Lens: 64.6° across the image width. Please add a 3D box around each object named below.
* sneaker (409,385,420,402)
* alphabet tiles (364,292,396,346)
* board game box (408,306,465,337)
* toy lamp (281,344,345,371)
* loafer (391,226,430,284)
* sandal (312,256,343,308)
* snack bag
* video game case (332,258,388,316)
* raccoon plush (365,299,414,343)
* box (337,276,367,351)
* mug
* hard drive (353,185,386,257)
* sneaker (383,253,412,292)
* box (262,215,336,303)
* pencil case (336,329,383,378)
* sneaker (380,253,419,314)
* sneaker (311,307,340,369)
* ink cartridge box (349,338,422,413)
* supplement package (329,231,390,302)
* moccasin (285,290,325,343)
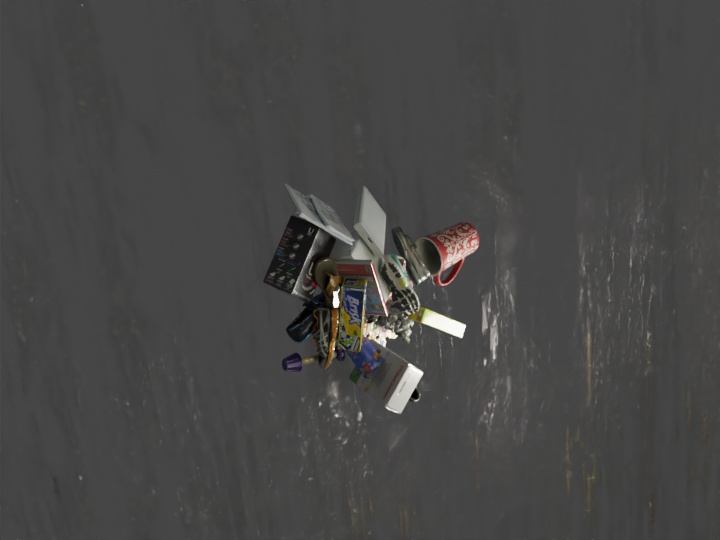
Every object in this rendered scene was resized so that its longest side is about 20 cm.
[{"bbox_3d":[0.140,0.357,1.891,0.075,0.084,0.201,-45,119,-19],"label":"sneaker"},{"bbox_3d":[0.047,0.163,1.840,0.197,0.015,0.200,10,95,-34],"label":"alphabet tiles"},{"bbox_3d":[0.250,0.168,1.922,0.197,0.101,0.049,23,86,-34],"label":"board game box"},{"bbox_3d":[-0.141,0.264,1.708,0.197,0.058,0.060,-9,103,-33],"label":"toy lamp"},{"bbox_3d":[0.163,-0.055,1.836,0.062,0.072,0.203,-28,106,-11],"label":"loafer"},{"bbox_3d":[-0.079,0.048,1.602,0.081,0.054,0.203,-36,131,-31],"label":"sandal"},{"bbox_3d":[-0.119,-0.163,1.580,0.198,0.190,0.022,28,110,-37],"label":"snack bag"},{"bbox_3d":[-0.006,0.050,1.651,0.018,0.140,0.203,-61,144,-43],"label":"video game case"},{"bbox_3d":[0.078,0.175,1.827,0.195,0.097,0.137,-7,120,-2],"label":"raccoon plush"},{"bbox_3d":[-0.023,0.125,1.616,0.068,0.065,0.204,6,114,4],"label":"box"},{"bbox_3d":[0.288,-0.064,1.912,0.198,0.133,0.180,-25,143,-32],"label":"mug"},{"bbox_3d":[0.030,-0.148,1.692,0.132,0.026,0.202,50,27,-29],"label":"hard drive"},{"bbox_3d":[0.119,0.014,1.807,0.199,0.104,0.076,40,65,-31],"label":"sneaker"},{"bbox_3d":[-0.167,-0.030,1.588,0.204,0.104,0.122,-68,156,-6],"label":"box"},{"bbox_3d":[-0.017,0.226,1.725,0.201,0.087,0.078,51,41,5],"label":"pencil case"},{"bbox_3d":[0.127,0.041,1.706,0.203,0.076,0.080,65,26,-23],"label":"sneaker"},{"bbox_3d":[-0.105,0.191,1.644,0.075,0.079,0.204,8,112,-1],"label":"sneaker"},{"bbox_3d":[0.077,0.325,1.764,0.084,0.199,0.147,34,85,-40],"label":"ink cartridge box"},{"bbox_3d":[0.000,0.000,1.701,0.202,0.115,0.118,56,43,-27],"label":"supplement package"},{"bbox_3d":[-0.141,0.118,1.670,0.068,0.080,0.202,41,73,-23],"label":"moccasin"}]
